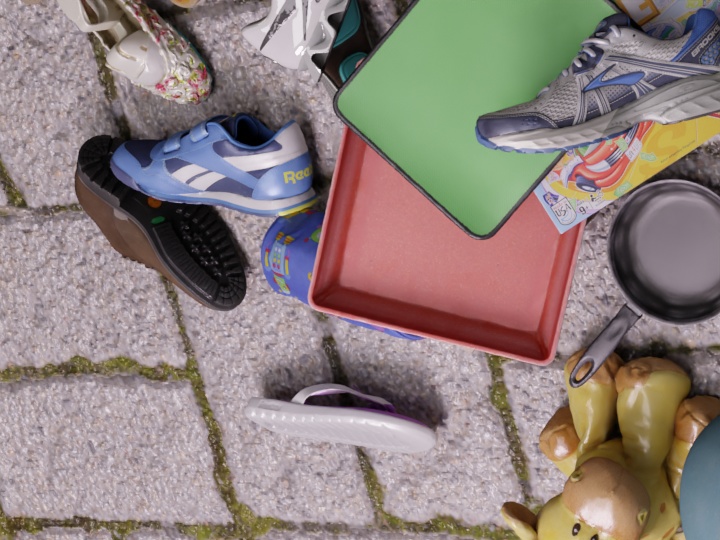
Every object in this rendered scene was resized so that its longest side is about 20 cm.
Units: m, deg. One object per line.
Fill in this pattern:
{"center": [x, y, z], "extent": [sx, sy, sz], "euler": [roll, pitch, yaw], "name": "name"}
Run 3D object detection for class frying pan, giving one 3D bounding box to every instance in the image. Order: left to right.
{"center": [0.240, 0.020, 1.650], "extent": [0.114, 0.031, 0.192], "euler": [20, 111, 21], "name": "frying pan"}

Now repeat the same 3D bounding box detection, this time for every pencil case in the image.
{"center": [0.000, 0.000, 1.760], "extent": [0.199, 0.087, 0.078], "euler": [19, 141, 51], "name": "pencil case"}

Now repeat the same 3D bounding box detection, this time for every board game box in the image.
{"center": [0.197, -0.138, 1.562], "extent": [0.199, 0.034, 0.135], "euler": [-33, 92, 12], "name": "board game box"}

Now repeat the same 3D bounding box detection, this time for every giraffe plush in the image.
{"center": [0.196, 0.183, 1.692], "extent": [0.171, 0.162, 0.202], "euler": [13, 118, 29], "name": "giraffe plush"}

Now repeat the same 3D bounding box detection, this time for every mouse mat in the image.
{"center": [0.096, -0.143, 1.556], "extent": [0.161, 0.008, 0.200], "euler": [42, 101, 1], "name": "mouse mat"}

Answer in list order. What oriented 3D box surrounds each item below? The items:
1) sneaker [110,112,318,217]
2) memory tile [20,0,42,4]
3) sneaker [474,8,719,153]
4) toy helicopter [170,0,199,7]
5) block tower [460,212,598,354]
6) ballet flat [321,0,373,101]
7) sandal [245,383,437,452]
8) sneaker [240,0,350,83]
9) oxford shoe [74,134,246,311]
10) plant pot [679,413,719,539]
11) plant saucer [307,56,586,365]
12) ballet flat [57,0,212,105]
{"center": [-0.127, -0.102, 1.838], "extent": [0.198, 0.074, 0.083], "euler": [8, 115, 23], "name": "sneaker"}
{"center": [-0.268, -0.328, 1.857], "extent": [0.199, 0.017, 0.154], "euler": [-19, 101, 38], "name": "memory tile"}
{"center": [0.174, -0.137, 1.511], "extent": [0.198, 0.077, 0.086], "euler": [-15, 94, -3], "name": "sneaker"}
{"center": [-0.131, -0.293, 1.747], "extent": [0.132, 0.079, 0.200], "euler": [41, 142, 3], "name": "toy helicopter"}
{"center": [0.132, -0.018, 1.709], "extent": [0.054, 0.058, 0.200], "euler": [43, 128, 8], "name": "block tower"}
{"center": [-0.019, -0.177, 1.734], "extent": [0.201, 0.067, 0.064], "euler": [61, 160, -2], "name": "ballet flat"}
{"center": [-0.020, 0.123, 1.882], "extent": [0.201, 0.082, 0.050], "euler": [4, 71, 35], "name": "sandal"}
{"center": [-0.034, -0.256, 1.652], "extent": [0.088, 0.074, 0.201], "euler": [24, 99, -1], "name": "sneaker"}
{"center": [-0.181, -0.032, 1.918], "extent": [0.200, 0.073, 0.085], "euler": [45, 146, 10], "name": "oxford shoe"}
{"center": [0.321, 0.172, 1.607], "extent": [0.135, 0.199, 0.202], "euler": [30, 135, 62], "name": "plant pot"}
{"center": [0.075, -0.047, 1.630], "extent": [0.198, 0.037, 0.202], "euler": [13, 101, 6], "name": "plant saucer"}
{"center": [-0.214, -0.212, 1.834], "extent": [0.200, 0.064, 0.076], "euler": [47, 132, -2], "name": "ballet flat"}
